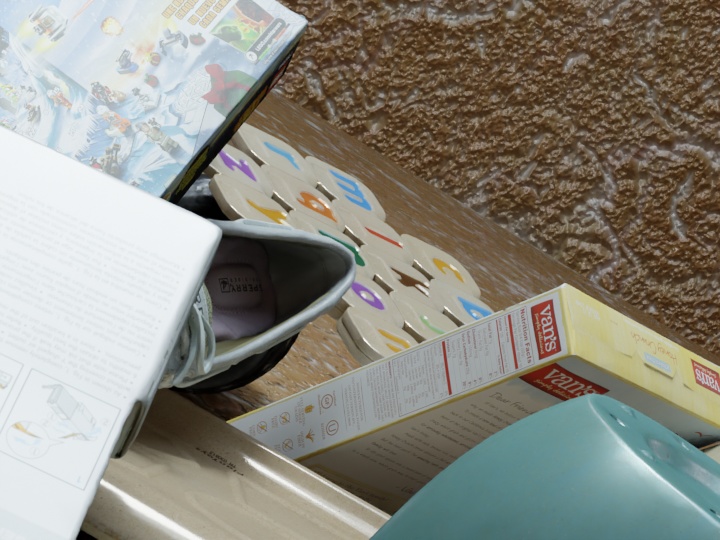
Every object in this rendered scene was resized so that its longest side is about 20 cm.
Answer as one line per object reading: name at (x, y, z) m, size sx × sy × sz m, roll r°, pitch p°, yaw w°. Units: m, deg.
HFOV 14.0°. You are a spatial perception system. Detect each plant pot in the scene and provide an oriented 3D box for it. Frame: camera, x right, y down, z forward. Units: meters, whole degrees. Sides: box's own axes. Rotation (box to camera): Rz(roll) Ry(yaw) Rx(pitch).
plant pot at (0.080, 0.141, 0.990) m, size 0.200 × 0.161 × 0.201 m, roll 35°, pitch 8°, yaw -5°

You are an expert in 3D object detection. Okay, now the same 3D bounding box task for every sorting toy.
sorting toy at (-0.074, 0.093, 1.184) m, size 0.185 × 0.037 × 0.200 m, roll 29°, pitch 8°, yaw 7°

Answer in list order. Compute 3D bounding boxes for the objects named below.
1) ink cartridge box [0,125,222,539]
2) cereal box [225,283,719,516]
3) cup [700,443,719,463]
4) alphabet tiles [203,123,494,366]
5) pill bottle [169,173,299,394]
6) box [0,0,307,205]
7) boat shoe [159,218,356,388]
ink cartridge box at (-0.167, 0.013, 1.022) m, size 0.199 × 0.044 × 0.174 m, roll 25°, pitch 49°, yaw -3°
cereal box at (0.052, 0.073, 1.343) m, size 0.144 × 0.199 × 0.040 m, roll 26°, pitch 49°, yaw -49°
cup at (0.171, 0.160, 1.334) m, size 0.142 × 0.202 × 0.200 m, roll 6°, pitch 5°, yaw 4°
alphabet tiles at (0.000, 0.000, 1.440) m, size 0.195 × 0.015 × 0.200 m, roll 25°, pitch 22°, yaw -38°
pill bottle at (-0.080, 0.001, 1.507) m, size 0.112 × 0.112 × 0.200 m, roll 32°, pitch 6°, yaw -6°
box at (-0.127, -0.069, 1.157) m, size 0.137 × 0.040 × 0.200 m, roll 34°, pitch 50°, yaw 4°
boat shoe at (-0.069, 0.010, 1.217) m, size 0.064 × 0.075 × 0.202 m, roll -12°, pitch -3°, yaw 24°
